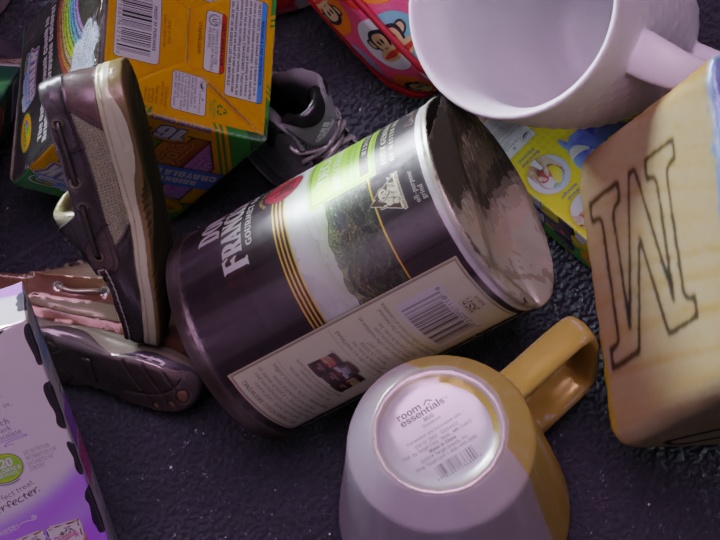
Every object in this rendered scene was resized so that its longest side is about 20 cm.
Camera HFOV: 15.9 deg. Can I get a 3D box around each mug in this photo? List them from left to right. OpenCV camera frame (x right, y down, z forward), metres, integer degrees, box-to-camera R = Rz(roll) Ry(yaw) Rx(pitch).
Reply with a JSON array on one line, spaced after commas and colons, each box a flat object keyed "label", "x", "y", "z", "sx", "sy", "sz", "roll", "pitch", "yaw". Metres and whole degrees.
[{"label": "mug", "x": 0.058, "y": 0.109, "z": 1.604, "sx": 0.149, "sy": 0.153, "sz": 0.187, "roll": 11, "pitch": 68, "yaw": 11}, {"label": "mug", "x": 0.157, "y": -0.151, "z": 1.630, "sx": 0.200, "sy": 0.175, "sz": 0.148, "roll": 28, "pitch": 103, "yaw": 29}]

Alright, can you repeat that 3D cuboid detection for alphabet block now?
[{"label": "alphabet block", "x": 0.265, "y": -0.007, "z": 1.566, "sx": 0.195, "sy": 0.200, "sz": 0.197, "roll": 1, "pitch": 74, "yaw": -19}]

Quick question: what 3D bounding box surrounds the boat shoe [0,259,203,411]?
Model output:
[{"label": "boat shoe", "x": -0.189, "y": 0.032, "z": 1.712, "sx": 0.200, "sy": 0.076, "sz": 0.072, "roll": 18, "pitch": 60, "yaw": 9}]

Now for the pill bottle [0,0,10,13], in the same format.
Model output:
[{"label": "pill bottle", "x": -0.303, "y": -0.247, "z": 1.771, "sx": 0.115, "sy": 0.200, "sz": 0.116, "roll": -2, "pitch": 67, "yaw": 6}]

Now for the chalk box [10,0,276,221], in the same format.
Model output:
[{"label": "chalk box", "x": -0.154, "y": -0.117, "z": 1.723, "sx": 0.124, "sy": 0.200, "sz": 0.125, "roll": 13, "pitch": 66, "yaw": -24}]

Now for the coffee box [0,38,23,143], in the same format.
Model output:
[{"label": "coffee box", "x": -0.300, "y": -0.107, "z": 1.728, "sx": 0.123, "sy": 0.044, "sz": 0.200, "roll": 12, "pitch": 29, "yaw": 4}]

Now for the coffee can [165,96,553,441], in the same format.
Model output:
[{"label": "coffee can", "x": 0.000, "y": 0.000, "z": 1.622, "sx": 0.200, "sy": 0.146, "sz": 0.147, "roll": -28, "pitch": 64, "yaw": 22}]

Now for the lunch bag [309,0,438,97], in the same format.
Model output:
[{"label": "lunch bag", "x": 0.050, "y": -0.237, "z": 1.753, "sx": 0.176, "sy": 0.082, "sz": 0.200, "roll": 46, "pitch": 72, "yaw": -8}]

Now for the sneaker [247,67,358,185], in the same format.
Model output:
[{"label": "sneaker", "x": -0.013, "y": -0.065, "z": 1.707, "sx": 0.200, "sy": 0.116, "sz": 0.075, "roll": 39, "pitch": 76, "yaw": 20}]

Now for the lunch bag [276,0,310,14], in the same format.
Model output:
[{"label": "lunch bag", "x": -0.123, "y": -0.234, "z": 1.816, "sx": 0.200, "sy": 0.082, "sz": 0.176, "roll": -13, "pitch": 70, "yaw": -2}]

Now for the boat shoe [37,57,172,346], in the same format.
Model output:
[{"label": "boat shoe", "x": -0.159, "y": -0.041, "z": 1.611, "sx": 0.066, "sy": 0.201, "sz": 0.072, "roll": -3, "pitch": 35, "yaw": 6}]

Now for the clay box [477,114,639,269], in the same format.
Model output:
[{"label": "clay box", "x": 0.168, "y": -0.065, "z": 1.726, "sx": 0.200, "sy": 0.048, "sz": 0.115, "roll": 41, "pitch": 74, "yaw": 19}]

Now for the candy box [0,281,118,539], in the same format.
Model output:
[{"label": "candy box", "x": -0.255, "y": 0.130, "z": 1.606, "sx": 0.167, "sy": 0.200, "sz": 0.072, "roll": -18, "pitch": 22, "yaw": -2}]
